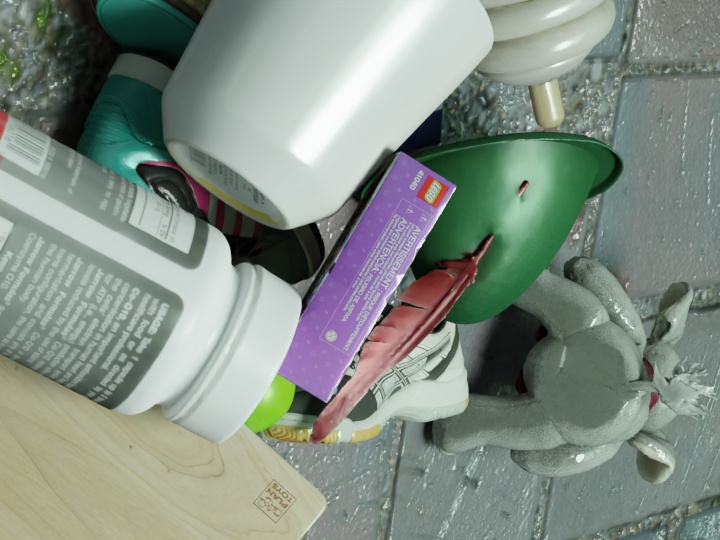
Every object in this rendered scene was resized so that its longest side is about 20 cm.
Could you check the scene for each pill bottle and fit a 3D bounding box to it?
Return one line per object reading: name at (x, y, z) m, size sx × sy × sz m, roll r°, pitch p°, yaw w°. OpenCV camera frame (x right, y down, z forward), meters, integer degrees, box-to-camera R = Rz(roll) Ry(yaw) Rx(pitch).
pill bottle at (-0.141, 0.006, 1.142) m, size 0.200 × 0.114 × 0.114 m, roll 29°, pitch 82°, yaw -15°

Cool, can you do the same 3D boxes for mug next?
mug at (-0.020, -0.097, 1.186) m, size 0.153 × 0.149 × 0.187 m, roll -55°, pitch 131°, yaw -13°

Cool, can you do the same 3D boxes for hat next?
hat at (0.083, 0.023, 1.398) m, size 0.166 × 0.200 × 0.176 m, roll 30°, pitch 51°, yaw -61°

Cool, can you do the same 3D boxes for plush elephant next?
plush elephant at (0.178, 0.078, 1.591) m, size 0.155 × 0.200 × 0.165 m, roll 21°, pitch 82°, yaw -69°

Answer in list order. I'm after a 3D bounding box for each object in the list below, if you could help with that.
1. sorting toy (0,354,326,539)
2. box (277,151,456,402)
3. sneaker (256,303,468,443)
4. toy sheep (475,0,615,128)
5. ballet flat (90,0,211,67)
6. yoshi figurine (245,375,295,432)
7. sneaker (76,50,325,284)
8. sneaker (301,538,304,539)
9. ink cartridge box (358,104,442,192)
sorting toy at (-0.160, 0.141, 1.207) m, size 0.199 × 0.200 × 0.070 m, roll -49°, pitch -178°, yaw -19°
box at (0.000, 0.000, 1.243) m, size 0.137 × 0.039 × 0.200 m, roll -59°, pitch -178°, yaw 2°
sneaker at (-0.004, 0.064, 1.443) m, size 0.200 × 0.076 × 0.088 m, roll -13°, pitch 103°, yaw -53°
toy sheep at (0.087, -0.177, 1.248) m, size 0.138 × 0.138 × 0.200 m, roll -39°, pitch 120°, yaw -33°
ballet flat at (-0.089, -0.136, 1.259) m, size 0.200 × 0.071 × 0.071 m, roll 41°, pitch 74°, yaw -49°
yoshi figurine at (-0.098, 0.115, 1.326) m, size 0.112 × 0.112 × 0.200 m, roll 27°, pitch 82°, yaw -67°
sneaker at (-0.104, -0.021, 1.264) m, size 0.200 × 0.084 × 0.121 m, roll 48°, pitch 64°, yaw -40°
sneaker at (-0.065, 0.236, 1.433) m, size 0.113 × 0.071 × 0.200 m, roll -56°, pitch 132°, yaw -22°
ink cartridge box at (0.005, -0.138, 1.381) m, size 0.119 × 0.042 × 0.200 m, roll -17°, pitch 120°, yaw -44°
